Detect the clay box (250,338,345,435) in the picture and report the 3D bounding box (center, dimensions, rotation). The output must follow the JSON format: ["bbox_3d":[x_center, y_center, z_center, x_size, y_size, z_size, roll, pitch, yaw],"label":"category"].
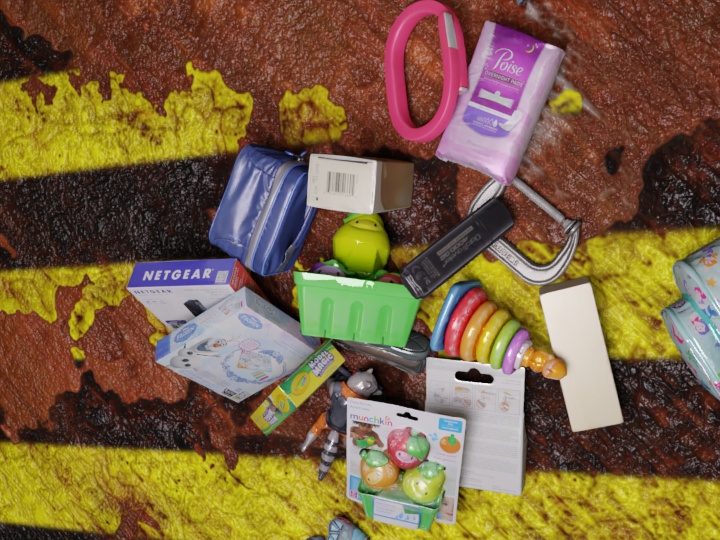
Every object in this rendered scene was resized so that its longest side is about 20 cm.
[{"bbox_3d":[-0.097,0.183,1.094,0.048,0.114,0.200,47,146,3],"label":"clay box"}]

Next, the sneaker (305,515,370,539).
[{"bbox_3d":[-0.066,0.514,1.219,0.095,0.079,0.202,40,101,20],"label":"sneaker"}]

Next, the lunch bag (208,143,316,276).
[{"bbox_3d":[-0.135,-0.100,1.108,0.130,0.135,0.204,28,105,13],"label":"lunch bag"}]

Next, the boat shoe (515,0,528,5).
[{"bbox_3d":[0.292,-0.427,0.936,0.196,0.071,0.070,-23,89,24],"label":"boat shoe"}]

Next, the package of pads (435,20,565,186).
[{"bbox_3d":[0.197,-0.234,0.988,0.118,0.075,0.205,25,99,18],"label":"package of pads"}]

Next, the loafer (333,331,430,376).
[{"bbox_3d":[0.015,0.119,1.124,0.195,0.072,0.064,18,125,14],"label":"loafer"}]

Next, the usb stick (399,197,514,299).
[{"bbox_3d":[0.140,-0.033,0.992,0.198,0.033,0.056,-37,84,-19],"label":"usb stick"}]

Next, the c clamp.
[{"bbox_3d":[0.246,-0.086,1.028,0.200,0.027,0.171,46,110,9],"label":"c clamp"}]

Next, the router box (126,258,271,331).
[{"bbox_3d":[-0.257,0.053,1.161,0.194,0.181,0.050,-2,56,21],"label":"router box"}]

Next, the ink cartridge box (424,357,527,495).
[{"bbox_3d":[0.181,0.240,1.093,0.158,0.057,0.207,3,96,20],"label":"ink cartridge box"}]

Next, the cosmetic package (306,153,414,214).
[{"bbox_3d":[0.006,-0.129,1.018,0.102,0.199,0.073,8,100,17],"label":"cosmetic package"}]

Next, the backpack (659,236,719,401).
[{"bbox_3d":[0.474,0.064,0.890,0.148,0.177,0.205,-25,86,16],"label":"backpack"}]

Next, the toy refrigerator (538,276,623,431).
[{"bbox_3d":[0.319,0.119,1.013,0.074,0.070,0.206,-14,94,16],"label":"toy refrigerator"}]

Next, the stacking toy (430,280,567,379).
[{"bbox_3d":[0.207,0.105,1.007,0.197,0.115,0.113,28,107,26],"label":"stacking toy"}]

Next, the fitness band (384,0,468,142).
[{"bbox_3d":[0.092,-0.289,1.009,0.142,0.037,0.207,-15,77,52],"label":"fitness band"}]

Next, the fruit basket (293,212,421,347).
[{"bbox_3d":[0.000,0.000,1.055,0.208,0.156,0.223,0,91,-1],"label":"fruit basket"}]

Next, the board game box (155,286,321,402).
[{"bbox_3d":[-0.196,0.129,1.144,0.196,0.199,0.044,-29,49,21],"label":"board game box"}]

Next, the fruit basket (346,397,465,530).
[{"bbox_3d":[0.062,0.294,1.051,0.179,0.094,0.205,9,123,13],"label":"fruit basket"}]

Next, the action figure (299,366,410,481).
[{"bbox_3d":[-0.005,0.253,1.135,0.196,0.104,0.198,27,116,18],"label":"action figure"}]
